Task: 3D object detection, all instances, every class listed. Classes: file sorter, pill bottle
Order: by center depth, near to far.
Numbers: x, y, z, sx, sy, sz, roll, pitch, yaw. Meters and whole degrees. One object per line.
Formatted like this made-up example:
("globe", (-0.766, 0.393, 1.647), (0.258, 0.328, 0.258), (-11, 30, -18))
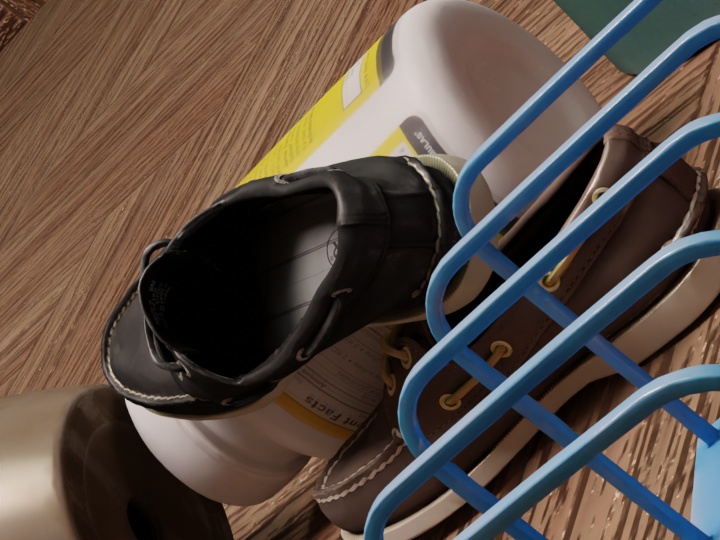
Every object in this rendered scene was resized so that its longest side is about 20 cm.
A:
("file sorter", (0.085, 0.034, 0.555), (0.139, 0.123, 0.200), (-44, 17, 32))
("pill bottle", (0.000, 0.000, 0.921), (0.200, 0.112, 0.112), (-44, 16, 29))

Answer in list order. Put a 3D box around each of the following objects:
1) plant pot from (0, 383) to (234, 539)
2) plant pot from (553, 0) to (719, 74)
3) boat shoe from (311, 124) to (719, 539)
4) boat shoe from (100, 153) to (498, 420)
("plant pot", (-0.150, 0.130, 0.971), (0.173, 0.200, 0.200), (-28, 23, 23))
("plant pot", (0.111, -0.207, 0.981), (0.201, 0.161, 0.201), (-47, 16, 17))
("boat shoe", (0.044, 0.025, 0.828), (0.200, 0.059, 0.072), (-42, 18, 35))
("boat shoe", (-0.042, 0.008, 0.828), (0.199, 0.066, 0.075), (-15, 78, 48))
